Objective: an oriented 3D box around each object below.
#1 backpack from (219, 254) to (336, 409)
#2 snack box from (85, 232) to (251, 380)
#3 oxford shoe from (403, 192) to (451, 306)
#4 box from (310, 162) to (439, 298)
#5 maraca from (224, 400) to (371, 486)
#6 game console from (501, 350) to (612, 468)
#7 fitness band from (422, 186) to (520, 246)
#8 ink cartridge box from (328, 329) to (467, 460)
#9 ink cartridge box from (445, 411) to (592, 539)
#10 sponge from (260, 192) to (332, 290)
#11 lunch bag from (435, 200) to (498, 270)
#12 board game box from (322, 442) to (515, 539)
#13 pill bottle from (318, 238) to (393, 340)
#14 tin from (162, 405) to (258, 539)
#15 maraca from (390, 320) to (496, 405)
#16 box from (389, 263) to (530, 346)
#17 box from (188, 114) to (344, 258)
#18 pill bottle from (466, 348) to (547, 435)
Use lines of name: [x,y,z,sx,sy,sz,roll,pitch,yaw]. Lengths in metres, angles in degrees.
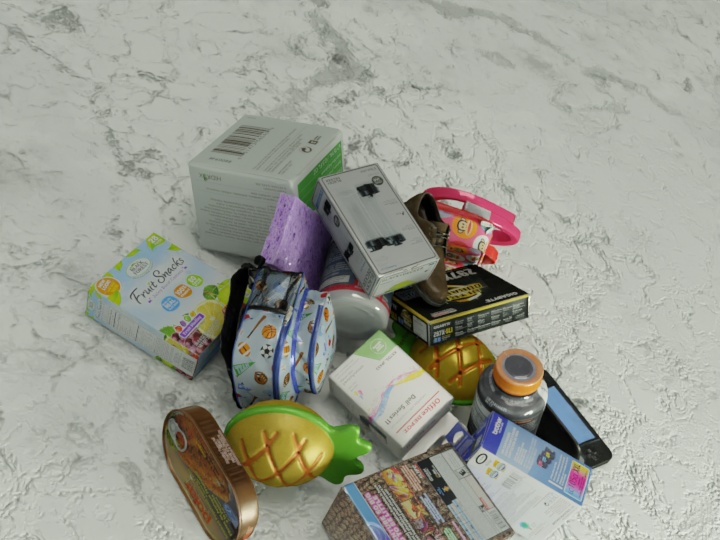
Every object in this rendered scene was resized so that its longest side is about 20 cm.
backpack: [-0.118,0.114,1.384,0.154,0.200,0.191,10,54,19]
snack box: [-0.292,0.051,1.452,0.200,0.068,0.169,29,42,8]
oxford shoe: [0.108,-0.039,1.509,0.072,0.084,0.201,8,57,-38]
box: [0.020,-0.064,1.459,0.116,0.060,0.200,-19,63,-29]
maraca: [-0.087,0.240,1.284,0.199,0.137,0.107,11,39,-8]
game console: [0.321,0.221,1.524,0.175,0.117,0.200,-9,52,-38]
fitness band: [0.200,-0.097,1.710,0.200,0.144,0.038,24,77,-22]
ink cartridge box: [0.060,0.202,1.434,0.200,0.067,0.117,41,69,18]
ink cartridge box: [0.214,0.296,1.374,0.200,0.137,0.076,29,45,0]
sponge: [-0.092,-0.039,1.494,0.030,0.200,0.112,12,80,22]
lunch bag: [0.162,-0.052,1.680,0.176,0.200,0.082,18,78,2]
board game box: [0.079,0.353,1.291,0.200,0.097,0.160,-13,53,-35]
pill bottle: [0.000,0.000,1.521,0.119,0.120,0.200,17,52,-8]
tin: [-0.199,0.268,1.238,0.042,0.112,0.200,-7,50,-44]
maraca: [0.130,0.145,1.528,0.200,0.107,0.137,26,51,12]
box: [0.153,0.053,1.556,0.199,0.050,0.160,-13,24,-25]
box: [-0.152,-0.138,1.599,0.199,0.172,0.199,12,37,20]
pill bottle: [0.222,0.208,1.422,0.106,0.200,0.106,3,45,-3]
